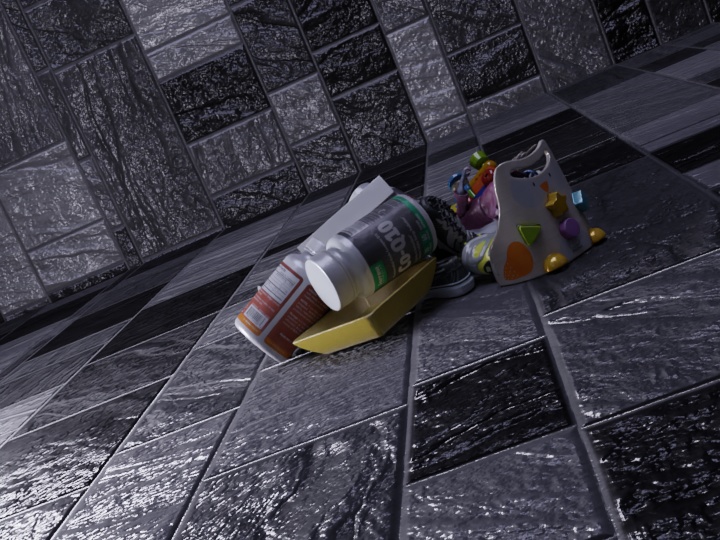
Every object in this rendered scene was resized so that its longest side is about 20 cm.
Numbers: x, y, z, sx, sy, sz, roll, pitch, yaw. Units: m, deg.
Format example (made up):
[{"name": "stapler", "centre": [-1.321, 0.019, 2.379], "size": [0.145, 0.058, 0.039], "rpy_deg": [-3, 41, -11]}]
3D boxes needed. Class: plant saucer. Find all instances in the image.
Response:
[{"name": "plant saucer", "centre": [0.016, 0.067, 1.509], "size": [0.199, 0.049, 0.200], "rpy_deg": [-23, 11, 46]}]

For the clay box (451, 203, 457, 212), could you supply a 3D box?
[{"name": "clay box", "centre": [0.234, -0.122, 1.964], "size": [0.199, 0.048, 0.115], "rpy_deg": [-27, 13, -16]}]

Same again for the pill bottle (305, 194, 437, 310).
[{"name": "pill bottle", "centre": [0.017, -0.028, 1.504], "size": [0.199, 0.114, 0.113], "rpy_deg": [-34, 15, -20]}]

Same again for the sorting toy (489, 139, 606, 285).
[{"name": "sorting toy", "centre": [0.281, -0.102, 1.459], "size": [0.199, 0.181, 0.107], "rpy_deg": [-31, 14, -30]}]

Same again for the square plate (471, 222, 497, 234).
[{"name": "square plate", "centre": [0.284, -0.082, 1.741], "size": [0.197, 0.029, 0.200], "rpy_deg": [-20, 13, 16]}]

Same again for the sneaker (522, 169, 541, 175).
[{"name": "sneaker", "centre": [0.361, -0.181, 1.917], "size": [0.071, 0.073, 0.200], "rpy_deg": [-21, 11, 19]}]

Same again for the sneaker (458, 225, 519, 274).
[{"name": "sneaker", "centre": [0.259, -0.043, 1.558], "size": [0.199, 0.076, 0.076], "rpy_deg": [-32, 35, -24]}]

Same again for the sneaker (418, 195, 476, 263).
[{"name": "sneaker", "centre": [0.141, -0.050, 1.580], "size": [0.090, 0.200, 0.067], "rpy_deg": [-32, 47, 19]}]

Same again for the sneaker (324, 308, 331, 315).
[{"name": "sneaker", "centre": [-0.079, 0.064, 1.709], "size": [0.199, 0.075, 0.082], "rpy_deg": [-22, 10, -40]}]

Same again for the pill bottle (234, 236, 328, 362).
[{"name": "pill bottle", "centre": [-0.110, 0.046, 1.576], "size": [0.200, 0.112, 0.112], "rpy_deg": [-51, 14, -3]}]

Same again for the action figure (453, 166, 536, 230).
[{"name": "action figure", "centre": [0.240, -0.110, 1.728], "size": [0.199, 0.133, 0.150], "rpy_deg": [-29, 47, 45]}]

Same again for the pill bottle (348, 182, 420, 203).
[{"name": "pill bottle", "centre": [0.073, -0.095, 1.802], "size": [0.199, 0.111, 0.110], "rpy_deg": [29, 45, 33]}]

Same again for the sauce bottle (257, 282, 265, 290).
[{"name": "sauce bottle", "centre": [-0.136, 0.006, 2.084], "size": [0.199, 0.065, 0.065], "rpy_deg": [-27, 12, -23]}]

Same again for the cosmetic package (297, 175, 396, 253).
[{"name": "cosmetic package", "centre": [-0.018, -0.080, 1.714], "size": [0.200, 0.051, 0.083], "rpy_deg": [-41, -21, 0]}]

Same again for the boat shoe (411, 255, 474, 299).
[{"name": "boat shoe", "centre": [0.111, 0.007, 1.580], "size": [0.072, 0.071, 0.199], "rpy_deg": [-33, 15, -38]}]

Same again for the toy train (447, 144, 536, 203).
[{"name": "toy train", "centre": [0.259, -0.199, 1.851], "size": [0.200, 0.084, 0.116], "rpy_deg": [-52, 43, 21]}]
